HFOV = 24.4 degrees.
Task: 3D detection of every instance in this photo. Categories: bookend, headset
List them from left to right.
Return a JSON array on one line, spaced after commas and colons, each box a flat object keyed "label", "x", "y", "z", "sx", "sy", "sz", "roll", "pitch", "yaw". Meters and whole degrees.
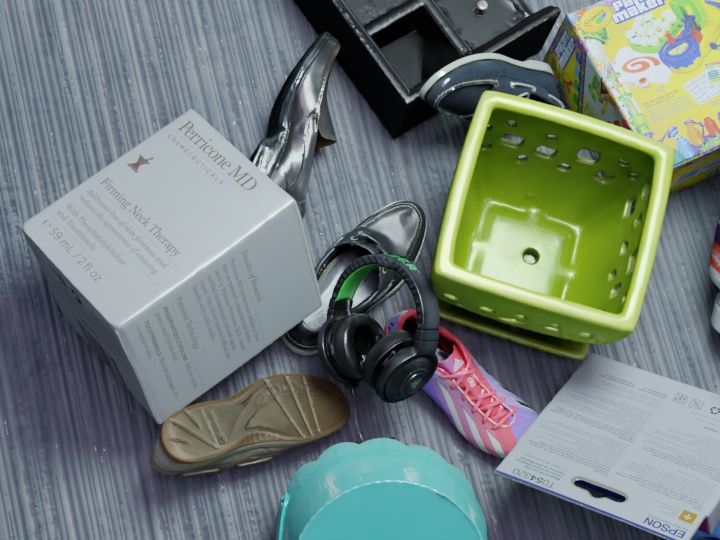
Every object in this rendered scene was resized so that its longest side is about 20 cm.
[{"label": "headset", "x": 0.023, "y": 0.084, "z": 1.575, "sx": 0.094, "sy": 0.123, "sz": 0.200, "roll": 3, "pitch": 103, "yaw": -46}, {"label": "bookend", "x": 0.065, "y": -0.277, "z": 1.729, "sx": 0.200, "sy": 0.092, "sz": 0.199, "roll": -31, "pitch": 78, "yaw": -16}]

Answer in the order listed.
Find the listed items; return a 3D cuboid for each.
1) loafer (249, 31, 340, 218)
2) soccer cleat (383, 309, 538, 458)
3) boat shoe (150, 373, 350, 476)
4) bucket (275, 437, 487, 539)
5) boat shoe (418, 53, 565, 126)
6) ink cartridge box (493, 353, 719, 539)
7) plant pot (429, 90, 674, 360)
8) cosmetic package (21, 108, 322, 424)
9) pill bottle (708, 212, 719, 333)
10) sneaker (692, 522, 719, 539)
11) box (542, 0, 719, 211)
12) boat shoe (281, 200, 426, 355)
[{"label": "loafer", "x": -0.058, "y": -0.145, "z": 1.689, "sx": 0.072, "sy": 0.073, "sz": 0.200, "roll": 25, "pitch": 80, "yaw": -8}, {"label": "soccer cleat", "x": 0.103, "y": 0.113, "z": 1.617, "sx": 0.200, "sy": 0.076, "sz": 0.067, "roll": 41, "pitch": 72, "yaw": 7}, {"label": "boat shoe", "x": -0.105, "y": 0.151, "z": 1.586, "sx": 0.200, "sy": 0.065, "sz": 0.072, "roll": -14, "pitch": 68, "yaw": -30}, {"label": "bucket", "x": 0.021, "y": 0.259, "z": 1.494, "sx": 0.207, "sy": 0.135, "sz": 0.207, "roll": 0, "pitch": 97, "yaw": -2}, {"label": "boat shoe", "x": 0.138, "y": -0.172, "z": 1.679, "sx": 0.200, "sy": 0.075, "sz": 0.062, "roll": -3, "pitch": 60, "yaw": -52}, {"label": "ink cartridge box", "x": 0.257, "y": 0.173, "z": 1.557, "sx": 0.196, "sy": 0.043, "sz": 0.200, "roll": 19, "pitch": 44, "yaw": 29}, {"label": "plant pot", "x": 0.172, "y": -0.031, "z": 1.617, "sx": 0.200, "sy": 0.181, "sz": 0.199, "roll": 17, "pitch": 70, "yaw": -1}, {"label": "cosmetic package", "x": -0.172, "y": -0.004, "z": 1.549, "sx": 0.200, "sy": 0.166, "sz": 0.167, "roll": -37, "pitch": 56, "yaw": -17}, {"label": "pill bottle", "x": 0.406, "y": -0.031, "z": 1.641, "sx": 0.111, "sy": 0.111, "sz": 0.200, "roll": 5, "pitch": 113, "yaw": -6}, {"label": "sneaker", "x": 0.361, "y": 0.207, "z": 1.634, "sx": 0.200, "sy": 0.076, "sz": 0.105, "roll": -17, "pitch": 102, "yaw": -20}, {"label": "box", "x": 0.329, "y": -0.196, "z": 1.721, "sx": 0.200, "sy": 0.122, "sz": 0.193, "roll": -23, "pitch": 77, "yaw": -13}, {"label": "boat shoe", "x": -0.002, "y": -0.001, "z": 1.646, "sx": 0.199, "sy": 0.066, "sz": 0.075, "roll": -41, "pitch": 81, "yaw": -17}]
